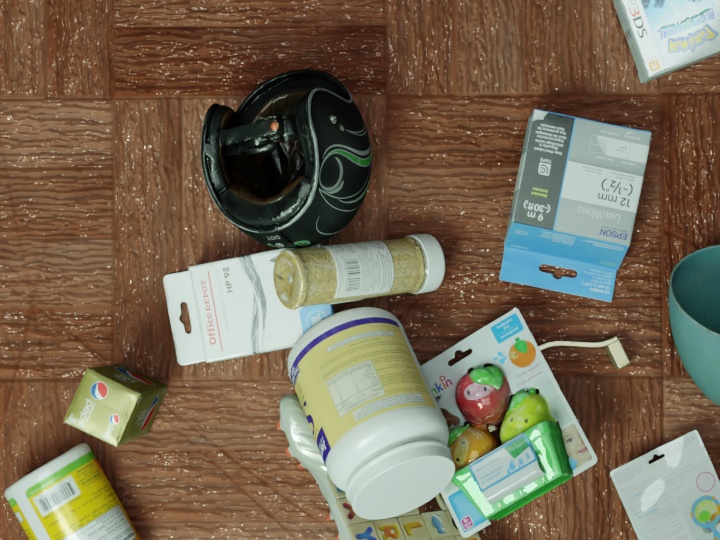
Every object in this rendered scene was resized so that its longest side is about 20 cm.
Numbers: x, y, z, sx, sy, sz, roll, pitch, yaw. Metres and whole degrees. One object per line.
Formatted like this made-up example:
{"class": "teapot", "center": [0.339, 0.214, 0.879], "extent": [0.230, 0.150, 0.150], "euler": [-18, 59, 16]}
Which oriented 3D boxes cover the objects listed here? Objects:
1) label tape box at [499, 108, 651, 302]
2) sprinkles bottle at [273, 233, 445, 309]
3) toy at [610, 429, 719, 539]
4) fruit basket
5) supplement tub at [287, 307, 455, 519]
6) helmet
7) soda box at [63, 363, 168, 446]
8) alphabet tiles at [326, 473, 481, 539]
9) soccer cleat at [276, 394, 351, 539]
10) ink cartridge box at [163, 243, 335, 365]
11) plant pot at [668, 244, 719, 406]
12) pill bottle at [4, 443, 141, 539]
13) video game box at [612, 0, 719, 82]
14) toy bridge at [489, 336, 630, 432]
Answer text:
{"class": "label tape box", "center": [0.251, -0.075, 1.678], "extent": [0.141, 0.066, 0.203], "euler": [11, 88, 1]}
{"class": "sprinkles bottle", "center": [0.000, 0.000, 1.632], "extent": [0.198, 0.068, 0.069], "euler": [-7, 89, -32]}
{"class": "toy", "center": [0.378, 0.300, 1.678], "extent": [0.114, 0.047, 0.202], "euler": [-25, 92, -3]}
{"class": "fruit basket", "center": [0.147, 0.174, 1.632], "extent": [0.184, 0.094, 0.202], "euler": [-31, 77, 14]}
{"class": "supplement tub", "center": [0.013, 0.159, 1.601], "extent": [0.144, 0.146, 0.201], "euler": [-25, 57, 0]}
{"class": "helmet", "center": [-0.077, -0.127, 1.620], "extent": [0.197, 0.190, 0.203], "euler": [2, 97, 20]}
{"class": "soda box", "center": [-0.272, 0.149, 1.612], "extent": [0.067, 0.200, 0.065], "euler": [25, 89, 2]}
{"class": "alphabet tiles", "center": [0.066, 0.305, 1.607], "extent": [0.165, 0.008, 0.201], "euler": [-1, 51, -33]}
{"class": "soccer cleat", "center": [-0.028, 0.227, 1.672], "extent": [0.077, 0.069, 0.202], "euler": [-27, 96, 18]}
{"class": "ink cartridge box", "center": [-0.132, 0.042, 1.679], "extent": [0.197, 0.067, 0.118], "euler": [-11, 89, 0]}
{"class": "plant pot", "center": [0.442, 0.081, 1.626], "extent": [0.197, 0.201, 0.136], "euler": [2, 124, 1]}
{"class": "pill bottle", "center": [-0.317, 0.313, 1.655], "extent": [0.110, 0.111, 0.202], "euler": [-30, 89, 0]}
{"class": "video game box", "center": [0.395, -0.343, 1.690], "extent": [0.198, 0.047, 0.184], "euler": [-21, 91, 0]}
{"class": "toy bridge", "center": [0.216, 0.124, 1.693], "extent": [0.198, 0.027, 0.068], "euler": [-26, 87, 0]}
